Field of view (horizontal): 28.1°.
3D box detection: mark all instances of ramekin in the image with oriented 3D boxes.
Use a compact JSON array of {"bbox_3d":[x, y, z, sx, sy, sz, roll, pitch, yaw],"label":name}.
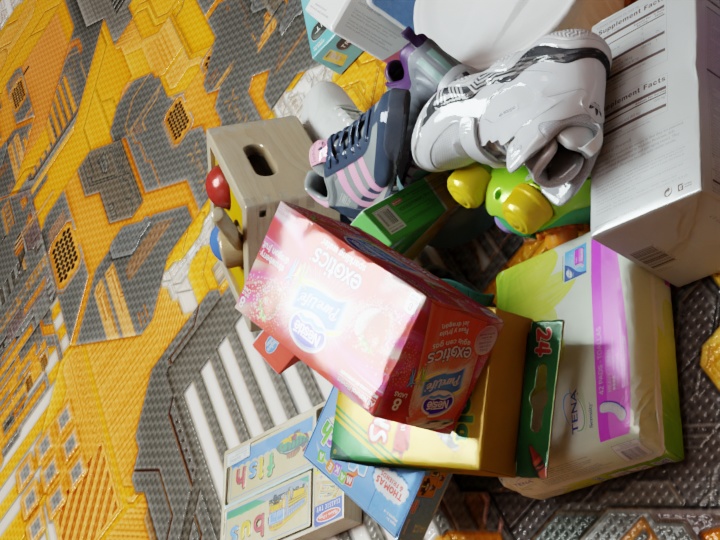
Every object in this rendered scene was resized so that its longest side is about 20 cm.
[{"bbox_3d":[0.155,-0.246,1.341,0.201,0.094,0.204,-24,49,30],"label":"ramekin"}]

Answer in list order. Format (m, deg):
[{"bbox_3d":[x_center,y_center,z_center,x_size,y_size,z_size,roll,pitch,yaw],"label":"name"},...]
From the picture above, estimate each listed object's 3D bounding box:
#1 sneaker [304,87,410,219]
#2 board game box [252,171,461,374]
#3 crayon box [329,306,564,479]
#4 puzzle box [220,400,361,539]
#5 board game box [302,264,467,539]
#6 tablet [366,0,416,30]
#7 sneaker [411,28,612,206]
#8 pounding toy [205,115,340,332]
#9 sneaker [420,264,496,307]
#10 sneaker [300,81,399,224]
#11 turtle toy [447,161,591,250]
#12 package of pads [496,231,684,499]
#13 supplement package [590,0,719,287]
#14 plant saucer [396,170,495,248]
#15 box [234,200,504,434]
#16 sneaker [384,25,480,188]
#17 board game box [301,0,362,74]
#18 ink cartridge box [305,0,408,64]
[{"bbox_3d":[-0.005,-0.104,1.304,0.200,0.081,0.071,112,171,-62],"label":"sneaker"},{"bbox_3d":[0.000,0.000,1.362,0.040,0.153,0.200,47,127,9],"label":"board game box"},{"bbox_3d":[0.065,0.095,1.148,0.199,0.051,0.129,-4,75,44],"label":"crayon box"},{"bbox_3d":[-0.072,0.217,1.449,0.199,0.025,0.134,-31,48,39],"label":"puzzle box"},{"bbox_3d":[0.038,0.107,1.238,0.151,0.036,0.202,34,102,48],"label":"board game box"},{"bbox_3d":[0.108,-0.319,1.436,0.201,0.129,0.014,-57,19,8],"label":"tablet"},{"bbox_3d":[0.117,-0.103,1.152,0.199,0.075,0.116,-28,46,37],"label":"sneaker"},{"bbox_3d":[-0.103,-0.047,1.475,0.201,0.141,0.186,-120,24,-50],"label":"pounding toy"},{"bbox_3d":[0.076,0.069,1.298,0.121,0.083,0.201,-53,35,33],"label":"sneaker"},{"bbox_3d":[-0.005,-0.131,1.512,0.081,0.076,0.201,-56,43,44],"label":"sneaker"},{"bbox_3d":[0.154,-0.087,1.259,0.146,0.101,0.199,-46,38,-12],"label":"turtle toy"},{"bbox_3d":[0.178,0.073,1.167,0.154,0.068,0.202,-27,50,42],"label":"package of pads"},{"bbox_3d":[0.257,-0.110,1.133,0.109,0.113,0.202,-25,50,44],"label":"supplement package"},{"bbox_3d":[0.100,-0.121,1.423,0.199,0.027,0.202,-31,47,40],"label":"plant saucer"},{"bbox_3d":[0.003,0.034,1.125,0.200,0.095,0.101,34,103,46],"label":"box"},{"bbox_3d":[0.057,-0.151,1.334,0.074,0.088,0.200,-39,-12,-24],"label":"sneaker"},{"bbox_3d":[-0.007,-0.352,1.680,0.151,0.047,0.201,-42,41,31],"label":"board game box"},{"bbox_3d":[0.057,-0.315,1.488,0.201,0.145,0.085,-58,33,10],"label":"ink cartridge box"}]
